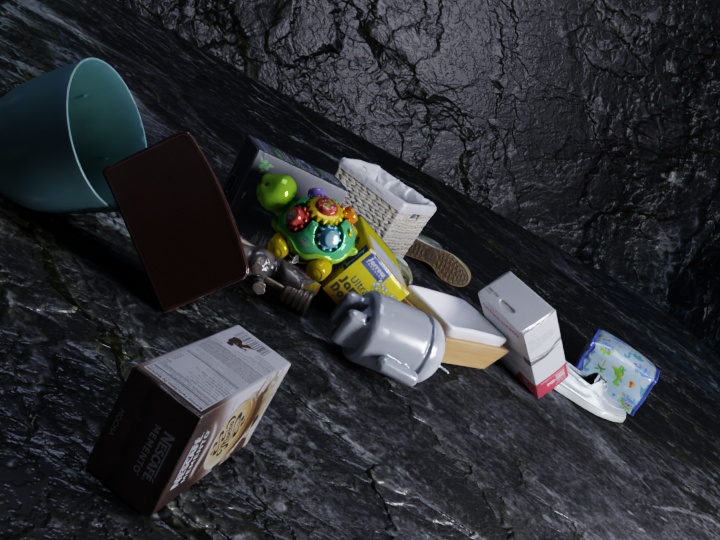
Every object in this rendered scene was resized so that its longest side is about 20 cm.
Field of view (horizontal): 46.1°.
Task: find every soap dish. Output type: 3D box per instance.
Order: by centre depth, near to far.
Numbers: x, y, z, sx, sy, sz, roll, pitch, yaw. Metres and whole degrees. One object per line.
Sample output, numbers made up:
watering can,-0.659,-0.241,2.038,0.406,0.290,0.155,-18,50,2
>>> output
soap dish,0.162,0.109,1.571,0.199,0.082,0.157,14,22,-46

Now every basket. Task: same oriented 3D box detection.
basket,0.034,-0.134,1.936,0.199,0.162,0.198,36,16,21

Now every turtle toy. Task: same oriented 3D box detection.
turtle toy,-0.088,-0.084,1.396,0.198,0.102,0.146,30,41,6

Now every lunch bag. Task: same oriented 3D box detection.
lunch bag,0.592,0.221,1.951,0.169,0.128,0.200,34,25,13

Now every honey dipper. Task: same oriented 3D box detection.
honey dipper,-0.169,0.007,1.356,0.198,0.038,0.038,28,15,1

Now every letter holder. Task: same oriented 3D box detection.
letter holder,-0.222,-0.070,1.116,0.202,0.141,0.101,67,15,-4

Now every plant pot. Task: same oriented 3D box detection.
plant pot,-0.406,-0.167,1.138,0.159,0.204,0.201,-9,9,13

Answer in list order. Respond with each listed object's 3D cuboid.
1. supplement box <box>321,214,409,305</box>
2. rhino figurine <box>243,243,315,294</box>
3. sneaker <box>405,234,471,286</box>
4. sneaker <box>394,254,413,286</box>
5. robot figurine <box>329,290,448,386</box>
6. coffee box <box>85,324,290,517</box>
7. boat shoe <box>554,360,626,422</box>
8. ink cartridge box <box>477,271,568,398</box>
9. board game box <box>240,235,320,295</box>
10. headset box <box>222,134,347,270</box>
supplement box,0.000,0.000,1.498,0.109,0.109,0.200,48,9,-19
rhino figurine,-0.162,-0.006,1.299,0.197,0.061,0.088,11,21,-16
sneaker,0.195,-0.034,2.099,0.199,0.068,0.090,32,20,13
sneaker,0.013,-0.009,1.708,0.199,0.078,0.088,31,28,20
robot figurine,0.049,0.105,1.308,0.198,0.113,0.171,24,37,-23
coffee box,-0.159,0.136,0.819,0.079,0.114,0.200,33,16,11
boat shoe,0.478,0.246,1.760,0.199,0.072,0.070,29,15,-6
ink cartridge box,0.314,0.123,1.622,0.147,0.082,0.201,47,-15,45
board game box,-0.163,-0.022,1.417,0.198,0.030,0.095,27,3,-17
headset box,-0.154,-0.119,1.502,0.198,0.176,0.093,23,14,-28
